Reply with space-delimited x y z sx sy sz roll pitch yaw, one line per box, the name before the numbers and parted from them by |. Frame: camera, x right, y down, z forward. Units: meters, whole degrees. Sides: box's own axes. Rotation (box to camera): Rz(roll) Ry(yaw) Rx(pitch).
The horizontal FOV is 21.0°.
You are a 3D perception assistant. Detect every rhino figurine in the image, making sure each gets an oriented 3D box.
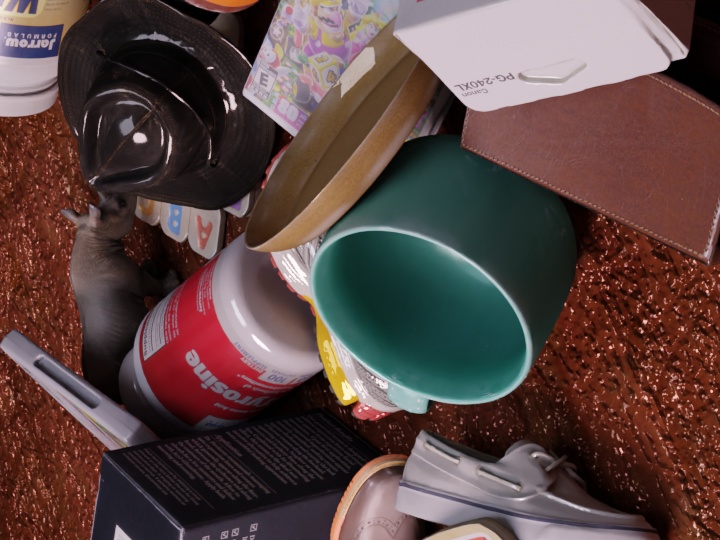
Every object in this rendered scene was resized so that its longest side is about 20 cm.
rhino figurine | -0.194 0.013 1.566 0.060 0.087 0.202 -5 95 51

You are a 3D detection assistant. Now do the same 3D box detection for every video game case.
video game case | -0.174 0.137 1.516 0.022 0.200 0.182 -49 45 -11
video game case | 0.008 -0.158 1.314 0.143 0.018 0.201 39 127 17

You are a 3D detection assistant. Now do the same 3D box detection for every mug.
mug | 0.050 -0.004 1.228 0.152 0.115 0.185 43 143 -15

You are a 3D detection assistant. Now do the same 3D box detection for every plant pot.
plant pot | -0.003 -0.088 1.226 0.027 0.201 0.200 37 139 -14

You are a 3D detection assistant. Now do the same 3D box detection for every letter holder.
letter holder | 0.169 -0.108 1.101 0.199 0.100 0.144 30 117 43

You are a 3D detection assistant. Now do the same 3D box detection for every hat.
hat | -0.162 -0.102 1.437 0.199 0.081 0.202 18 135 18

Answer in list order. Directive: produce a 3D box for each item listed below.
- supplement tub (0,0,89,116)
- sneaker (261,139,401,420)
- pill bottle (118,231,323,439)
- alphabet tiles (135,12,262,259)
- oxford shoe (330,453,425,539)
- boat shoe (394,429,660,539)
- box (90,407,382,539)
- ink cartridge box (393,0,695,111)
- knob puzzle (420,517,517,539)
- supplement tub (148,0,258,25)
supplement tub | -0.289 -0.242 1.590 0.144 0.143 0.202 40 126 38
sneaker | 0.000 0.000 1.343 0.082 0.078 0.201 -21 97 42
pill bottle | -0.098 0.054 1.442 0.200 0.112 0.113 -37 69 48
alphabet tiles | -0.140 -0.118 1.536 0.199 0.015 0.198 28 118 43
oxford shoe | 0.021 0.221 1.355 0.073 0.071 0.202 -129 36 -53
boat shoe | 0.108 0.142 1.249 0.199 0.072 0.066 7 83 46
box | -0.085 0.200 1.385 0.107 0.199 0.150 35 122 42
ink cartridge box | 0.112 -0.204 1.076 0.144 0.083 0.202 -11 56 39
knob puzzle | 0.080 0.251 1.241 0.219 0.030 0.222 25 127 38
supplement tub | -0.086 -0.255 1.374 0.200 0.106 0.108 -45 63 45
